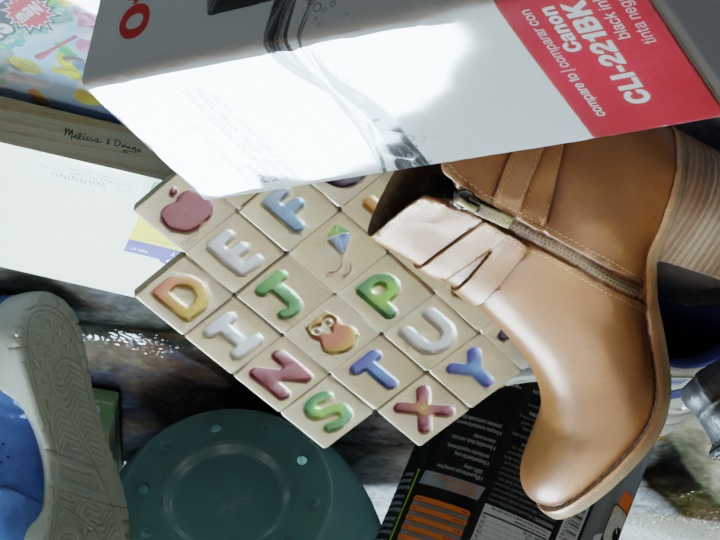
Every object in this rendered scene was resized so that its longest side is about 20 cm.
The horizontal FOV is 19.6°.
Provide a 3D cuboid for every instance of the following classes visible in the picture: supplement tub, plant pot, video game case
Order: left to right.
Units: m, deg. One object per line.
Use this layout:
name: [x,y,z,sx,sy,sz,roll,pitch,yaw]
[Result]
video game case: [-0.146,-0.097,0.917,0.200,0.017,0.143,27,148,-34]
plant pot: [-0.074,0.179,1.265,0.200,0.201,0.161,4,140,7]
supplement tub: [0.071,0.151,1.122,0.122,0.200,0.123,23,168,5]

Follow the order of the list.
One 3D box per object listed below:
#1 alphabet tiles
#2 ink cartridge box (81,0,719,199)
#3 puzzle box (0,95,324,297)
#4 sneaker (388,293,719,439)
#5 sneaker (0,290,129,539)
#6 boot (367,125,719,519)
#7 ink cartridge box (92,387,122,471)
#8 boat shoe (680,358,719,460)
alphabet tiles: [0.000,0.000,0.965,0.166,0.006,0.200,-38,121,19]
ink cartridge box: [0.019,-0.115,0.692,0.200,0.144,0.084,-9,148,30]
puzzle box: [-0.126,-0.030,0.997,0.200,0.025,0.133,13,153,-12]
sneaker: [0.101,0.017,1.037,0.200,0.075,0.088,18,137,-27]
sneaker: [-0.202,0.114,1.185,0.111,0.200,0.077,-6,-171,37]
boot: [0.074,0.013,0.932,0.155,0.077,0.200,17,120,-19]
ink cartridge box: [-0.192,0.187,1.293,0.048,0.200,0.146,11,153,-1]
boat shoe: [0.199,0.045,0.984,0.060,0.200,0.074,50,120,5]
